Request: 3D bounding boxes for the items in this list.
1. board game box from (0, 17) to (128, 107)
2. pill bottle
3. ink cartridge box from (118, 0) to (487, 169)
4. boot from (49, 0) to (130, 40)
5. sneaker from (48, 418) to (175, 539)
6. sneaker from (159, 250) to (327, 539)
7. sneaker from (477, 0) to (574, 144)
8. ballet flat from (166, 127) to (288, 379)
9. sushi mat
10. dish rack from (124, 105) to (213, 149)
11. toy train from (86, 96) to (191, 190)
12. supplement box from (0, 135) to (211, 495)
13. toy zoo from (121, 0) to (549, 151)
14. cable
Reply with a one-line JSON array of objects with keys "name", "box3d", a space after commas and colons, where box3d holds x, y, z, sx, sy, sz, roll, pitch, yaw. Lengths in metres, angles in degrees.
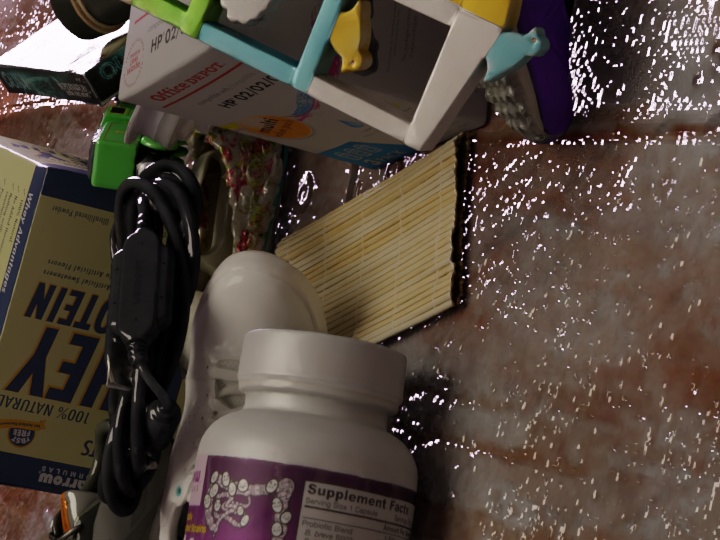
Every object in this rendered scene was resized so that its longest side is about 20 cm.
[{"name": "board game box", "box3d": [-0.161, -0.163, 1.398, 0.135, 0.028, 0.200, -38, 22, -18]}, {"name": "pill bottle", "box3d": [-0.032, 0.134, 1.015, 0.112, 0.112, 0.201, -11, 69, 60]}, {"name": "ink cartridge box", "box3d": [-0.046, -0.116, 1.060, 0.115, 0.199, 0.068, -20, 61, 58]}, {"name": "boot", "box3d": [-0.114, -0.248, 1.323, 0.138, 0.077, 0.201, -13, 60, 39]}, {"name": "sneaker", "box3d": [-0.155, 0.179, 1.208, 0.074, 0.079, 0.201, -18, 47, 48]}, {"name": "sneaker", "box3d": [-0.069, 0.088, 1.111, 0.089, 0.075, 0.201, -67, -8, -58]}, {"name": "sneaker", "box3d": [0.088, -0.163, 0.967, 0.070, 0.099, 0.201, -156, 51, -78]}, {"name": "ballet flat", "box3d": [-0.088, 0.003, 1.231, 0.076, 0.064, 0.201, -21, 60, 55]}, {"name": "sushi mat", "box3d": [0.000, 0.000, 1.123, 0.200, 0.012, 0.096, -28, 54, 55]}, {"name": "dish rack", "box3d": [-0.064, -0.159, 1.208, 0.172, 0.043, 0.200, -60, 0, 27]}, {"name": "toy train", "box3d": [-0.135, -0.087, 1.300, 0.200, 0.056, 0.042, -89, 7, -73]}, {"name": "supplement box", "box3d": [-0.197, 0.028, 1.345, 0.200, 0.134, 0.201, 23, 99, 62]}, {"name": "toy zoo", "box3d": [-0.003, -0.142, 0.936, 0.199, 0.020, 0.132, 27, 103, 16]}, {"name": "cable", "box3d": [-0.117, 0.035, 1.152, 0.164, 0.051, 0.201, 101, 169, -47]}]
